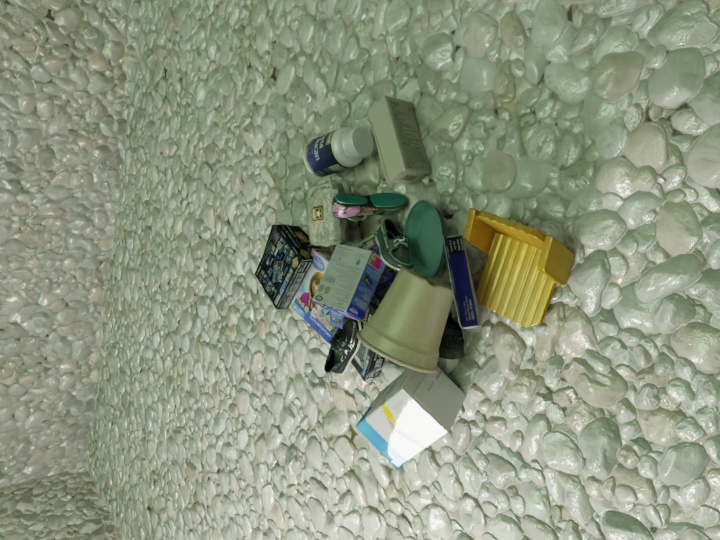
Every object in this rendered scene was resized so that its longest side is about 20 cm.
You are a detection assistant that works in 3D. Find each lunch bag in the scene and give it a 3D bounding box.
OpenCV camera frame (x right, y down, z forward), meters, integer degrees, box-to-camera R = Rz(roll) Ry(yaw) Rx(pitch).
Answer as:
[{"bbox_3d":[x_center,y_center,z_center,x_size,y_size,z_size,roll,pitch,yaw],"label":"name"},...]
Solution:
[{"bbox_3d":[-0.089,-0.150,1.555,0.200,0.117,0.165,175,93,-79],"label":"lunch bag"}]

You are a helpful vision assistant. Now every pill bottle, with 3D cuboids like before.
[{"bbox_3d":[-0.061,-0.335,1.575,0.199,0.111,0.112,-8,86,46],"label":"pill bottle"}]

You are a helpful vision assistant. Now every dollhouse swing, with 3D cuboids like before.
[{"bbox_3d":[0.303,0.001,1.172,0.199,0.181,0.177,29,94,41],"label":"dollhouse swing"}]

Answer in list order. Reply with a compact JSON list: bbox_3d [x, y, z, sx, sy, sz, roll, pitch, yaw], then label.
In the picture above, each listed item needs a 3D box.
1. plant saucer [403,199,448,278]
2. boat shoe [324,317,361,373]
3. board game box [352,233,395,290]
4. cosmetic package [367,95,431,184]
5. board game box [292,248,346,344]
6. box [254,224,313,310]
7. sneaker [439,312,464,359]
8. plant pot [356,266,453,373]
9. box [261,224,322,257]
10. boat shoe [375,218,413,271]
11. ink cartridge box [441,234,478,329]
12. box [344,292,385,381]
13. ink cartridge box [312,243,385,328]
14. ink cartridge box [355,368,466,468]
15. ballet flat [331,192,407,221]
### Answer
[{"bbox_3d":[0.163,-0.070,1.367,0.200,0.036,0.202,178,90,-68],"label":"plant saucer"},{"bbox_3d":[-0.053,0.199,1.492,0.075,0.066,0.200,60,141,38],"label":"boat shoe"},{"bbox_3d":[0.000,0.000,1.562,0.199,0.045,0.135,-28,70,41],"label":"board game box"},{"bbox_3d":[0.097,-0.324,1.415,0.073,0.103,0.201,-27,71,44],"label":"cosmetic package"},{"bbox_3d":[-0.099,0.070,1.597,0.200,0.041,0.201,37,114,40],"label":"board game box"},{"bbox_3d":[-0.229,-0.010,1.656,0.159,0.046,0.201,51,126,32],"label":"box"},{"bbox_3d":[0.165,0.148,1.382,0.199,0.076,0.115,2,91,43],"label":"sneaker"},{"bbox_3d":[0.117,0.100,1.264,0.200,0.200,0.185,28,98,42],"label":"plant pot"},{"bbox_3d":[-0.200,-0.040,1.736,0.200,0.106,0.123,42,120,38],"label":"box"},{"bbox_3d":[0.086,-0.064,1.417,0.200,0.072,0.062,-115,37,-55],"label":"boat shoe"},{"bbox_3d":[0.225,0.027,1.234,0.040,0.200,0.201,-11,82,13],"label":"ink cartridge box"},{"bbox_3d":[0.016,0.163,1.484,0.158,0.049,0.201,49,134,44],"label":"box"},{"bbox_3d":[-0.035,0.043,1.436,0.136,0.076,0.201,14,75,45],"label":"ink cartridge box"},{"bbox_3d":[0.121,0.336,1.349,0.146,0.147,0.200,44,126,3],"label":"ink cartridge box"},{"bbox_3d":[0.021,-0.161,1.462,0.069,0.198,0.072,-107,19,-46],"label":"ballet flat"}]
